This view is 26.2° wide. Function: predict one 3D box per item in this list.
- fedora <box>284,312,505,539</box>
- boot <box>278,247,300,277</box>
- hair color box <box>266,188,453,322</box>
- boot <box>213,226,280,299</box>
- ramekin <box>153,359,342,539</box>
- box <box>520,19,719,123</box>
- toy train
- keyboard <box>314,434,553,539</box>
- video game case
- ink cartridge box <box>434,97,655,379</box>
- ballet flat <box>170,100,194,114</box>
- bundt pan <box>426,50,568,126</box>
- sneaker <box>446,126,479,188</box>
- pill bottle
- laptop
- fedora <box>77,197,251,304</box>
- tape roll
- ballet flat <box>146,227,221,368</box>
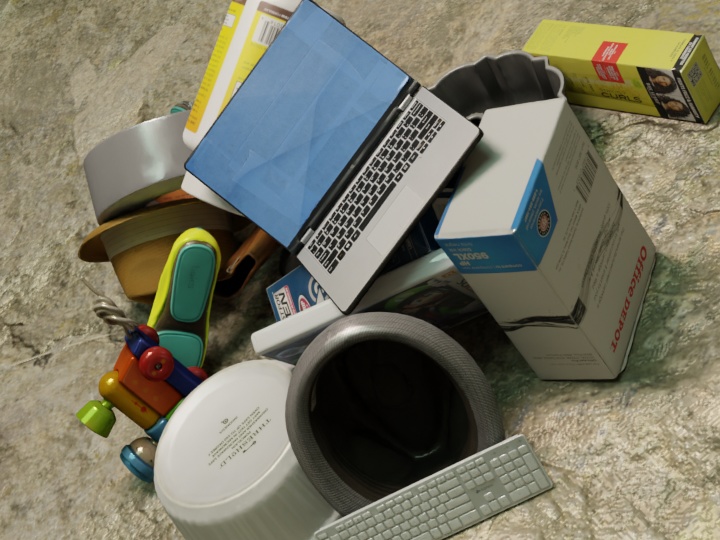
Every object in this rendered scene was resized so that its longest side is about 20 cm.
[{"bbox_3d":[0.030,0.118,1.313,0.176,0.201,0.090,-33,13,15],"label":"fedora"},{"bbox_3d":[0.000,0.000,1.503,0.200,0.069,0.132,-48,64,46],"label":"boot"},{"bbox_3d":[0.017,-0.002,1.385,0.200,0.100,0.061,-34,69,39],"label":"hair color box"},{"bbox_3d":[-0.066,-0.076,1.559,0.188,0.069,0.200,-34,12,49],"label":"boot"},{"bbox_3d":[-0.097,0.171,1.400,0.201,0.094,0.203,-22,41,20],"label":"ramekin"},{"bbox_3d":[0.254,-0.196,1.507,0.199,0.075,0.050,17,63,45],"label":"box"},{"bbox_3d":[-0.231,0.108,1.485,0.116,0.200,0.085,-49,25,-2],"label":"toy train"},{"bbox_3d":[0.060,0.199,1.284,0.199,0.057,0.011,-27,14,13],"label":"keyboard"},{"bbox_3d":[0.026,0.041,1.378,0.199,0.182,0.024,-24,71,16],"label":"video game case"},{"bbox_3d":[0.162,-0.022,1.306,0.084,0.200,0.145,-4,49,38],"label":"ink cartridge box"},{"bbox_3d":[-0.156,-0.148,1.798,0.072,0.072,0.200,-41,39,-4],"label":"ballet flat"},{"bbox_3d":[0.126,-0.120,1.528,0.201,0.076,0.203,-22,42,21],"label":"bundt pan"},{"bbox_3d":[0.077,-0.093,1.422,0.199,0.072,0.083,21,73,44],"label":"sneaker"},{"bbox_3d":[-0.094,-0.155,1.420,0.109,0.109,0.201,28,99,49],"label":"pill bottle"},{"bbox_3d":[-0.028,-0.100,1.307,0.188,0.116,0.200,-53,31,7],"label":"laptop"},{"bbox_3d":[-0.196,-0.015,1.636,0.199,0.200,0.083,-20,78,21],"label":"fedora"},{"bbox_3d":[-0.185,-0.103,1.613,0.199,0.200,0.067,-20,78,21],"label":"tape roll"},{"bbox_3d":[-0.185,0.048,1.565,0.067,0.066,0.202,-121,45,-64],"label":"ballet flat"}]
